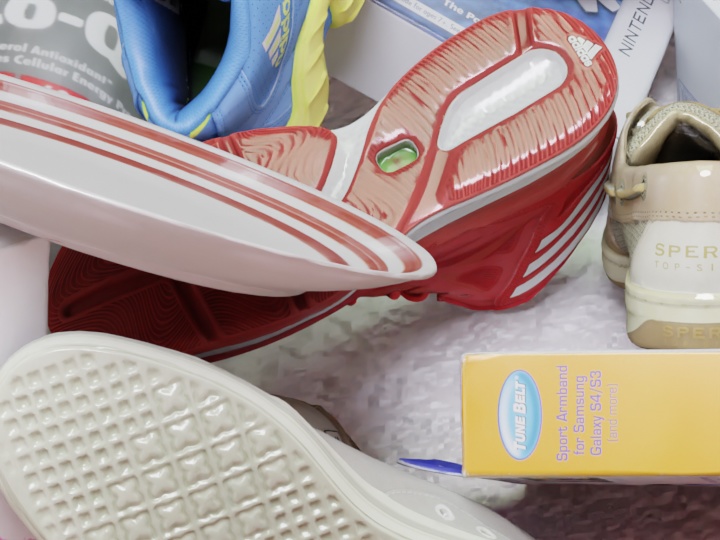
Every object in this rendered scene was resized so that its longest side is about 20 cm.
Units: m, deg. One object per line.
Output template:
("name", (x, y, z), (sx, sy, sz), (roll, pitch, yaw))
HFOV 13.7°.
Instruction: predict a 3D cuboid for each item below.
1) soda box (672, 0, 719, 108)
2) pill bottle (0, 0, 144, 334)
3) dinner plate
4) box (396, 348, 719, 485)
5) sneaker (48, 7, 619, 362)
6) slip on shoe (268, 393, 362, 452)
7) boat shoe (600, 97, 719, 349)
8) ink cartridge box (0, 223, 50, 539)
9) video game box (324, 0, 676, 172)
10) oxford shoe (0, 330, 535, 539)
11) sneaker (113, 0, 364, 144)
("soda box", (0.178, -0.045, 1.032), (0.068, 0.064, 0.200), (-16, 36, -13))
("pill bottle", (-0.118, -0.058, 1.074), (0.113, 0.114, 0.201), (-5, 36, 6))
("dinner plate", (-0.074, -0.026, 0.855), (0.199, 0.024, 0.200), (18, 9, -3))
("box", (0.114, 0.044, 0.887), (0.199, 0.042, 0.119), (1, -5, 12))
("sneaker", (0.000, 0.000, 0.989), (0.199, 0.116, 0.079), (-23, 59, -1))
("slip on shoe", (-0.089, 0.065, 0.947), (0.199, 0.077, 0.061), (-3, -5, 22))
("boat shoe", (0.112, -0.024, 0.969), (0.072, 0.065, 0.200), (-2, 11, 7))
("ink cartridge box", (-0.176, 0.077, 0.844), (0.128, 0.201, 0.125), (22, 28, 37))
("video game box", (0.029, -0.131, 1.124), (0.199, 0.047, 0.183), (29, 39, -2))
("oxford shoe", (-0.019, 0.075, 0.845), (0.199, 0.075, 0.058), (26, 11, -20))
("sneaker", (-0.032, -0.125, 0.985), (0.075, 0.201, 0.105), (8, 0, 15))
